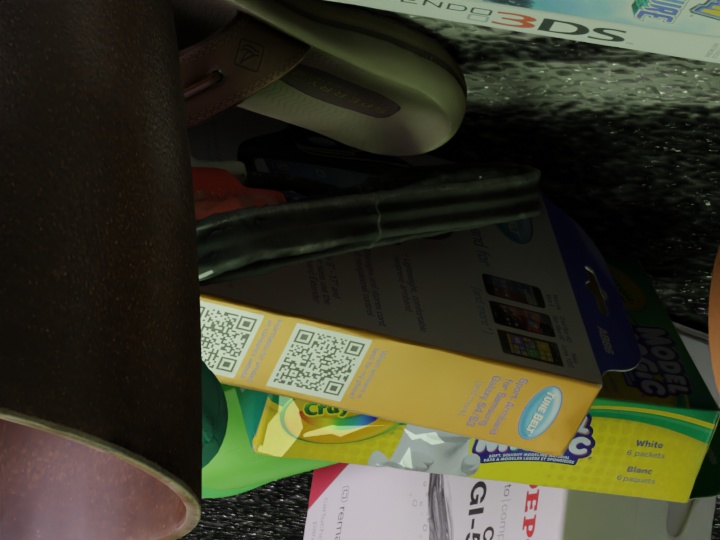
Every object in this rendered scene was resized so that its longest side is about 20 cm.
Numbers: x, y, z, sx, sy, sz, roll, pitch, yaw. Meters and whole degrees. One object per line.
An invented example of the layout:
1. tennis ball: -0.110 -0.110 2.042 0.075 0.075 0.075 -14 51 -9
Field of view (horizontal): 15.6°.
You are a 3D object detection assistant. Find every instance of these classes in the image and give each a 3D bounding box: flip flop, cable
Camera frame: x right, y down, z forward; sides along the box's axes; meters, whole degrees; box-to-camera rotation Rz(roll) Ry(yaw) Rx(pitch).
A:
1. flip flop: -0.055 -0.063 0.843 0.199 0.058 0.081 17 160 -30
2. cable: -0.015 -0.027 0.839 0.199 0.051 0.097 -12 -174 -30

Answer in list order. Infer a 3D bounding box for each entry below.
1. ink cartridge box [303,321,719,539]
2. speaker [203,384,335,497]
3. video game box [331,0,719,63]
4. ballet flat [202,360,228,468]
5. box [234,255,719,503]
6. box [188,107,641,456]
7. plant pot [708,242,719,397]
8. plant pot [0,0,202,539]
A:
1. ink cartridge box: 0.062 0.104 1.180 0.083 0.148 0.200 20 158 -31
2. speaker: -0.033 0.048 1.145 0.088 0.089 0.200 16 161 -28
3. video game box: 0.046 -0.116 0.660 0.181 0.047 0.200 6 163 -6
4. ballet flat: -0.111 0.048 0.850 0.070 0.068 0.200 46 152 -28
5. box: 0.050 0.033 1.002 0.199 0.049 0.118 9 -152 -18
6. box: 0.000 0.000 0.926 0.199 0.119 0.042 16 124 -21
7. plant pot: 0.203 0.018 0.811 0.199 0.201 0.140 17 176 -29
8. plant pot: -0.122 -0.045 0.687 0.186 0.201 0.187 6 162 2
